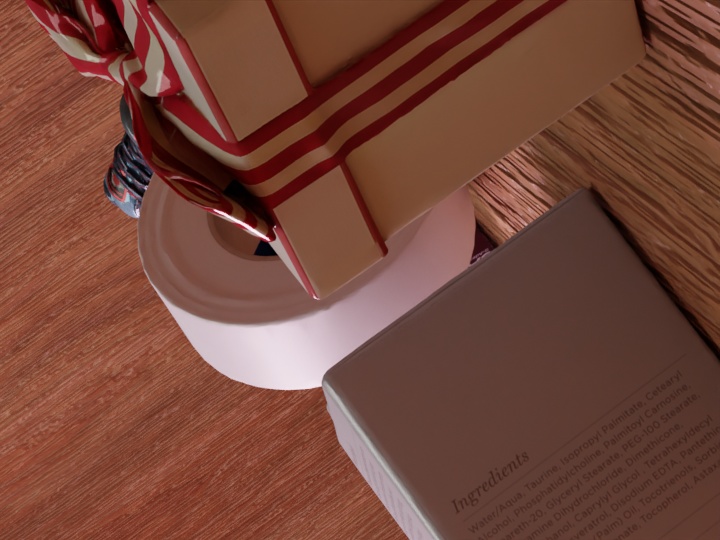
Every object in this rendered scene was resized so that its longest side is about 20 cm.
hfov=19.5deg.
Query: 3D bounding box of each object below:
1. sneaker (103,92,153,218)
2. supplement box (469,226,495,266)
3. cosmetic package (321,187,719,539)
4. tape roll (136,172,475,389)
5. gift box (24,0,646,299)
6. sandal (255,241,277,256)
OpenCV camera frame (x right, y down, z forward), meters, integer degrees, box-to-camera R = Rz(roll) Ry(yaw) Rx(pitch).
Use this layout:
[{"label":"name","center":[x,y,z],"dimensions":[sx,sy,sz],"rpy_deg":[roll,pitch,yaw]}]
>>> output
[{"label":"sneaker","center":[-0.133,-0.064,1.427],"dimensions":[0.200,0.095,0.080],"rpy_deg":[52,-156,-66]},{"label":"supplement box","center":[0.037,-0.021,1.431],"dimensions":[0.200,0.061,0.109],"rpy_deg":[52,173,39]},{"label":"cosmetic package","center":[0.104,0.101,1.066],"dimensions":[0.200,0.166,0.167],"rpy_deg":[53,173,13]},{"label":"tape roll","center":[-0.034,-0.029,1.286],"dimensions":[0.203,0.202,0.071],"rpy_deg":[50,173,42]},{"label":"gift box","center":[-0.030,-0.130,0.768],"dimensions":[0.185,0.186,0.200],"rpy_deg":[49,173,41]},{"label":"sandal","center":[-0.067,-0.026,1.611],"dimensions":[0.087,0.080,0.200],"rpy_deg":[40,-171,-17]}]
